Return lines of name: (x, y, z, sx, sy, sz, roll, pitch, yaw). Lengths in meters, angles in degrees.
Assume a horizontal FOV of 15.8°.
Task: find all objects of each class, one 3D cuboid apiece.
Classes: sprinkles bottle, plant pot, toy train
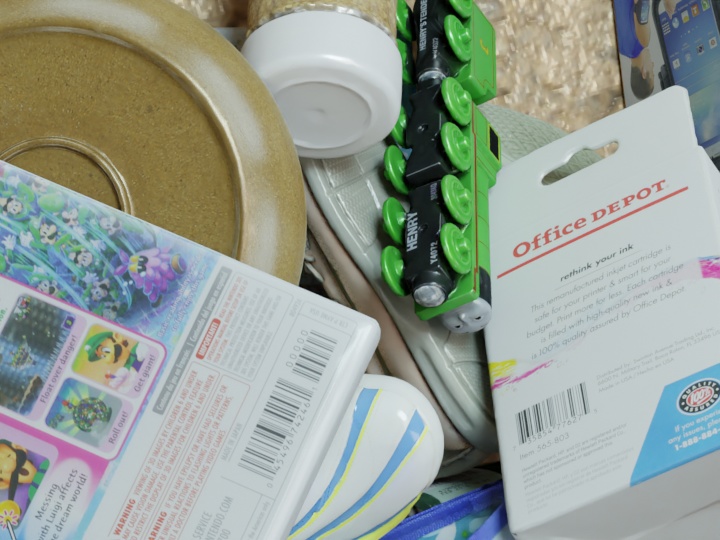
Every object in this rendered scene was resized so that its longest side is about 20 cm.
sprinkles bottle: (-0.015, -0.145, 1.119, 0.068, 0.068, 0.200, 23, 49, -28)
plant pot: (-0.122, -0.020, 1.036, 0.200, 0.027, 0.200, 0, 87, 5)
toy train: (0.038, -0.052, 1.136, 0.056, 0.042, 0.200, 49, 30, -38)

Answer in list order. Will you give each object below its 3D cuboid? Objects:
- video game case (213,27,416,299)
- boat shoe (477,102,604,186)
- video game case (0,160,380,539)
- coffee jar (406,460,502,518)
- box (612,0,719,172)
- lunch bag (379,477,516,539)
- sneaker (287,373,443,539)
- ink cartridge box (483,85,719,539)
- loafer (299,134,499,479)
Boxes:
video game case: (-0.057, -0.036, 1.151, 0.200, 0.018, 0.143, -4, 86, -33)
boat shoe: (0.110, -0.007, 1.198, 0.200, 0.062, 0.075, 38, 27, 9)
video game case: (-0.115, 0.074, 0.979, 0.182, 0.024, 0.200, 23, 76, 10)
coffee jar: (0.105, 0.123, 1.194, 0.200, 0.085, 0.104, -17, 95, -31)
box: (0.177, -0.075, 1.242, 0.041, 0.119, 0.200, -3, 85, -32)
lunch bag: (0.019, 0.200, 1.059, 0.200, 0.127, 0.170, -28, 103, -25)
sneaker: (-0.062, 0.109, 1.021, 0.076, 0.200, 0.105, 60, 19, -8)
ink cartridge box: (0.117, 0.028, 1.096, 0.068, 0.115, 0.200, 47, 27, -40)
loafer: (0.000, 0.000, 1.134, 0.072, 0.063, 0.200, -20, 79, -57)
